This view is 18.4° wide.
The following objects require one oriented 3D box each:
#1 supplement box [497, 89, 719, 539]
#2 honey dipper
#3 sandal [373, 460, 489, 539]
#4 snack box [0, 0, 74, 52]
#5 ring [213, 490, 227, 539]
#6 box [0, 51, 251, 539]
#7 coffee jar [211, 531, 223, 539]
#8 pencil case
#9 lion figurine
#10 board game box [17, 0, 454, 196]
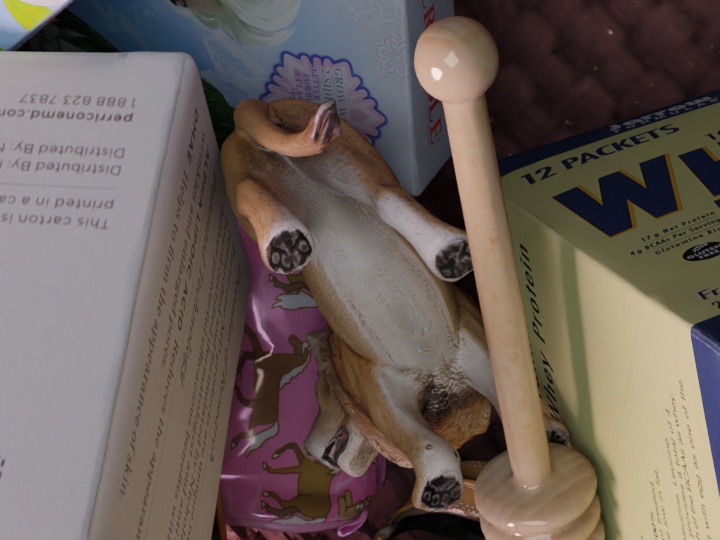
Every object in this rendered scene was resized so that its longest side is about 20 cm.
[{"bbox_3d":[0.143,0.063,0.670,0.133,0.200,0.201,-17,109,-11],"label":"supplement box"},{"bbox_3d":[0.040,0.018,0.627,0.038,0.038,0.201,-6,125,13],"label":"honey dipper"},{"bbox_3d":[0.055,0.091,0.816,0.199,0.082,0.055,-24,70,7],"label":"sandal"},{"bbox_3d":[-0.169,-0.147,0.678,0.200,0.068,0.168,49,135,-12],"label":"snack box"},{"bbox_3d":[-0.131,0.093,0.844,0.199,0.019,0.202,8,104,35],"label":"ring"},{"bbox_3d":[-0.148,0.047,0.657,0.197,0.131,0.201,3,59,8],"label":"box"},{"bbox_3d":[-0.140,0.095,0.775,0.199,0.104,0.086,26,118,29],"label":"coffee jar"},{"bbox_3d":[-0.030,-0.004,0.819,0.086,0.083,0.201,10,101,38],"label":"pencil case"},{"bbox_3d":[0.000,0.000,0.695,0.072,0.123,0.201,-27,129,-8],"label":"lion figurine"},{"bbox_3d":[-0.069,-0.132,0.705,0.198,0.041,0.201,11,129,23],"label":"board game box"}]
